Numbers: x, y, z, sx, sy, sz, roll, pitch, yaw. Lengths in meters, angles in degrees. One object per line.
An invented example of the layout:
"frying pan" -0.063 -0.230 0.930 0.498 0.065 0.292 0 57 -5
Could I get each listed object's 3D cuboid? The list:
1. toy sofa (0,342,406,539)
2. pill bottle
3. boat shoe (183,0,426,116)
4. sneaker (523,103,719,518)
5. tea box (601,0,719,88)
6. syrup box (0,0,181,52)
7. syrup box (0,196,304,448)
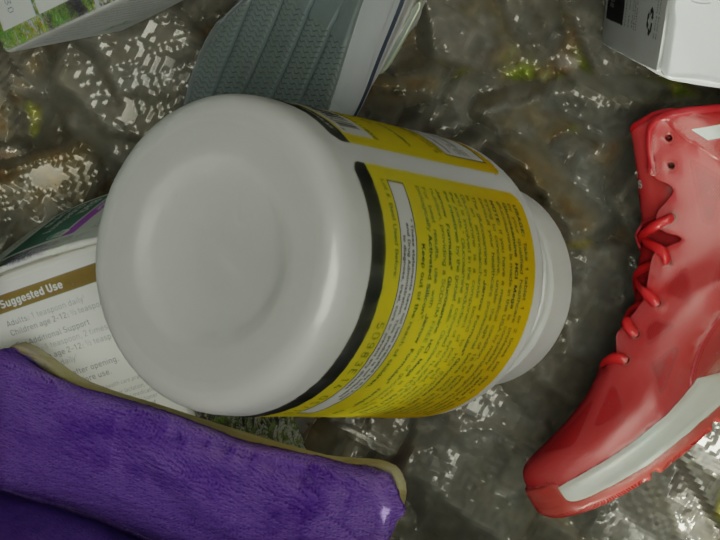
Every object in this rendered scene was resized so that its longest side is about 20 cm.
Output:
"toy sofa" -0.084 0.102 0.800 0.199 0.083 0.098 17 111 26
"pill bottle" 0.000 0.000 0.852 0.112 0.199 0.114 -3 85 32
"boat shoe" -0.003 -0.105 0.899 0.074 0.067 0.201 47 122 22
"sneaker" 0.124 0.004 0.940 0.200 0.078 0.116 -40 93 -8
"tea box" 0.209 -0.170 0.870 0.195 0.134 0.202 4 101 -5
"syrup box" -0.053 -0.154 0.830 0.199 0.081 0.079 -20 91 32
"syrup box" -0.078 0.073 0.909 0.081 0.079 0.201 -19 103 22
